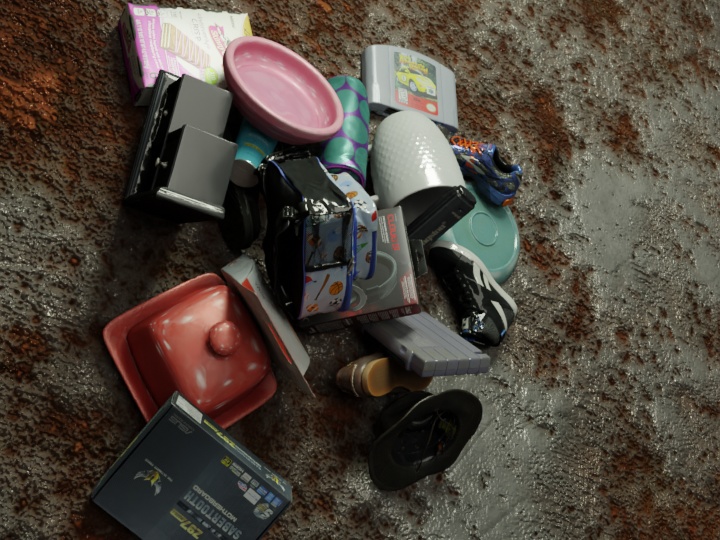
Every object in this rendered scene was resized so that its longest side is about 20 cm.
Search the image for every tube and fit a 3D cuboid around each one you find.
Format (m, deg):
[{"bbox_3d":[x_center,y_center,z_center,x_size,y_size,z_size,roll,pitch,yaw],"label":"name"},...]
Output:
[{"bbox_3d":[-0.145,-0.206,1.236,0.077,0.050,0.203,33,45,-20],"label":"tube"}]

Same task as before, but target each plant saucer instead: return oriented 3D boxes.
[{"bbox_3d":[0.215,-0.072,1.514,0.197,0.027,0.205,13,65,-29],"label":"plant saucer"},{"bbox_3d":[-0.118,-0.256,1.233,0.198,0.051,0.203,28,36,-22],"label":"plant saucer"}]

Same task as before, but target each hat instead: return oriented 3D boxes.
[{"bbox_3d":[0.083,0.232,1.266,0.197,0.204,0.081,-4,37,-34],"label":"hat"}]

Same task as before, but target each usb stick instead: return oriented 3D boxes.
[{"bbox_3d":[0.098,-0.059,1.336,0.055,0.199,0.033,31,29,-35],"label":"usb stick"}]

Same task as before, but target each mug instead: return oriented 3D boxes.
[{"bbox_3d":[0.063,-0.161,1.389,0.195,0.149,0.178,-12,61,-5],"label":"mug"}]

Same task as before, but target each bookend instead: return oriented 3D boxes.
[{"bbox_3d":[-0.228,-0.173,1.124,0.091,0.199,0.203,17,84,-27],"label":"bookend"}]

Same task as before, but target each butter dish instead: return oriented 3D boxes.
[{"bbox_3d":[-0.200,0.105,1.105,0.198,0.147,0.203,-29,88,-37],"label":"butter dish"}]

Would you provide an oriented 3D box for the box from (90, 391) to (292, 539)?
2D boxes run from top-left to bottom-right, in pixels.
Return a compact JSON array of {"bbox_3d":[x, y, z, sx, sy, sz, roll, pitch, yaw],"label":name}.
[{"bbox_3d":[-0.206,0.275,1.047,0.200,0.051,0.158,42,95,-12],"label":"box"}]

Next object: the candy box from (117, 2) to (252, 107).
[{"bbox_3d":[-0.255,-0.323,1.281,0.197,0.061,0.139,-7,76,-35],"label":"candy box"}]

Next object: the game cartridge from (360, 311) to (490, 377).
[{"bbox_3d":[0.087,0.106,1.277,0.127,0.199,0.039,-4,112,-30],"label":"game cartridge"}]

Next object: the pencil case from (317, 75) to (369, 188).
[{"bbox_3d":[-0.031,-0.211,1.351,0.085,0.091,0.203,33,45,-36],"label":"pencil case"}]

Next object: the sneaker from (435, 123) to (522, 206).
[{"bbox_3d":[0.208,-0.204,1.510,0.198,0.079,0.076,34,41,-4],"label":"sneaker"}]

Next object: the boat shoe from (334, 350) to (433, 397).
[{"bbox_3d":[0.040,0.153,1.287,0.198,0.069,0.072,4,82,-53],"label":"boat shoe"}]

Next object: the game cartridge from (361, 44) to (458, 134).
[{"bbox_3d":[0.092,-0.331,1.526,0.196,0.041,0.136,10,63,-30],"label":"game cartridge"}]

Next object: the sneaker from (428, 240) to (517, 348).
[{"bbox_3d":[0.179,0.049,1.416,0.199,0.073,0.113,41,54,-15],"label":"sneaker"}]

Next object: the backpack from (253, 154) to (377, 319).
[{"bbox_3d":[-0.063,-0.039,1.134,0.151,0.194,0.201,0,27,-19],"label":"backpack"}]

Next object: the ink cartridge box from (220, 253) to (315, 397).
[{"bbox_3d":[-0.112,0.067,1.124,0.050,0.199,0.164,-33,109,-16],"label":"ink cartridge box"}]

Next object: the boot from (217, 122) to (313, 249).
[{"bbox_3d":[-0.141,-0.138,1.275,0.155,0.079,0.216,-3,74,-33],"label":"boot"}]

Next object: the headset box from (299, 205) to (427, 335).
[{"bbox_3d":[0.000,0.000,1.255,0.195,0.077,0.152,-11,76,5],"label":"headset box"}]
